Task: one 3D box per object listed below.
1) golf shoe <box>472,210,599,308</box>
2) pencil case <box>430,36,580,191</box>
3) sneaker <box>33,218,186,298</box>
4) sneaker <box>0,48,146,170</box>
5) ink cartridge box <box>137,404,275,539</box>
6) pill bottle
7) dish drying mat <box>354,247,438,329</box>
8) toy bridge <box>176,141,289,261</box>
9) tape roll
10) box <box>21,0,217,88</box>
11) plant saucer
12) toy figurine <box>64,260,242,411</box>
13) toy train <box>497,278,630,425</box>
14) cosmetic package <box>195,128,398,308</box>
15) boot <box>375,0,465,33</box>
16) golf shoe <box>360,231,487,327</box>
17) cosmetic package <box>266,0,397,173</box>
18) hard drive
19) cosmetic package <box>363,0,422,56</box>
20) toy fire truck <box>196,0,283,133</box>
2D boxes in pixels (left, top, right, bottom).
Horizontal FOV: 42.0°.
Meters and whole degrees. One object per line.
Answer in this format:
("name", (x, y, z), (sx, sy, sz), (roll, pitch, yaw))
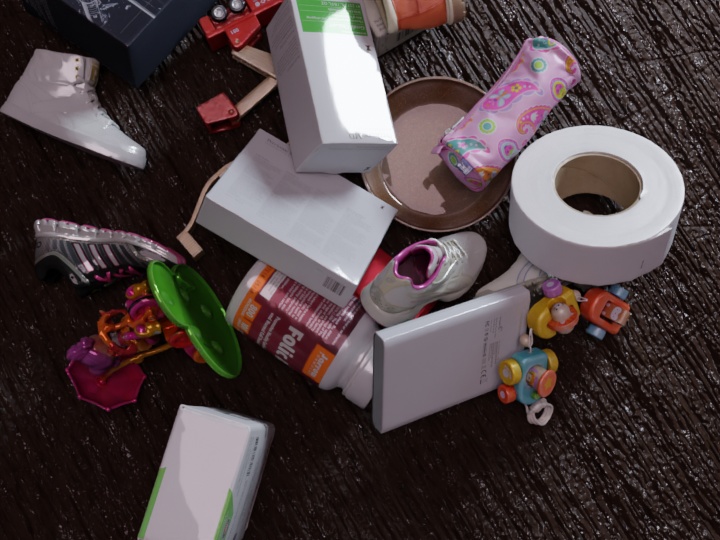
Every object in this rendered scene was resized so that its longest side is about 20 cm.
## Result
("golf shoe", (0.222, -0.006, 1.165), (0.199, 0.078, 0.098), (-21, 59, -4))
("pencil case", (0.177, -0.190, 1.137), (0.087, 0.087, 0.200), (41, 85, 6))
("sneaker", (-0.313, -0.005, 1.155), (0.199, 0.074, 0.088), (10, 83, 6))
("sneaker", (-0.344, -0.211, 1.183), (0.199, 0.074, 0.116), (25, 86, 5))
("ink cartridge box", (-0.165, 0.233, 1.055), (0.084, 0.200, 0.146), (16, 82, 5))
("pill bottle", (-0.051, 0.070, 1.120), (0.200, 0.114, 0.114), (34, 83, 5))
("dish drying mat", (0.000, 0.000, 1.179), (0.200, 0.018, 0.077), (39, 83, 6))
("toy bridge", (-0.155, -0.102, 1.189), (0.200, 0.027, 0.067), (-42, 83, -7))
("tape roll", (0.278, -0.080, 1.118), (0.201, 0.071, 0.203), (-2, 50, 3))
("box", (-0.293, -0.368, 1.172), (0.182, 0.104, 0.200), (35, 71, 4))
("plant saucer", (0.097, -0.145, 1.191), (0.199, 0.037, 0.202), (0, 82, 1))
("toy figurine", (-0.266, 0.090, 1.095), (0.183, 0.200, 0.151), (-28, 61, 8))
("toy train", (0.250, 0.094, 1.113), (0.150, 0.056, 0.201), (34, 87, -35))
("cosmetic package", (-0.071, -0.065, 1.111), (0.199, 0.052, 0.151), (31, 47, -1))
("boot", (0.048, -0.385, 1.138), (0.107, 0.075, 0.201), (-16, 82, -1))
("golf shoe", (0.091, -0.004, 1.112), (0.200, 0.092, 0.075), (-31, 70, -37))
("cosmetic package", (-0.037, -0.224, 1.134), (0.107, 0.085, 0.201), (-5, 72, -30))
("hard drive", (0.105, 0.101, 1.085), (0.199, 0.026, 0.132), (-16, 125, -25))
("cosmetic package", (0.011, -0.391, 1.209), (0.105, 0.071, 0.200), (-32, 83, -5))
("toy fire truck", (-0.136, -0.279, 1.204), (0.199, 0.049, 0.142), (-28, 83, -5))
